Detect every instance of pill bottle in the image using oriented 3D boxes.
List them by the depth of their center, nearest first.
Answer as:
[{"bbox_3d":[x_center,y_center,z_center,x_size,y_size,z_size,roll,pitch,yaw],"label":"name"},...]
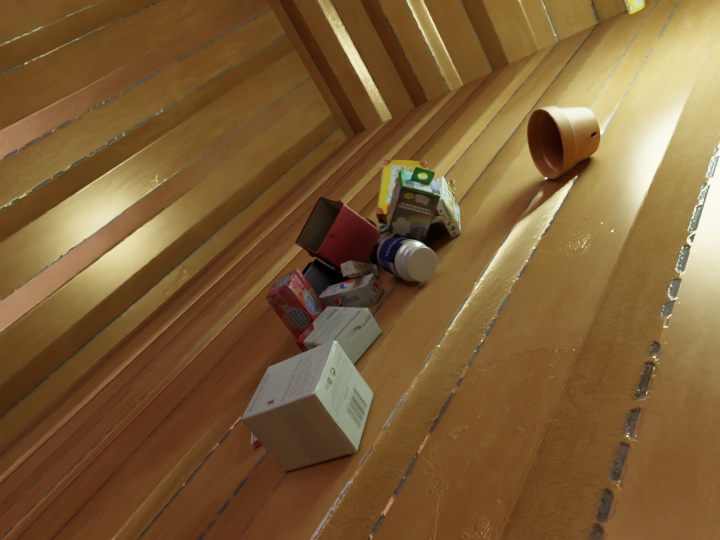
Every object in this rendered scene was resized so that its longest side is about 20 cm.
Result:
[{"bbox_3d":[0.135,-0.034,1.548,0.115,0.117,0.199,-38,21,-12],"label":"pill bottle"}]

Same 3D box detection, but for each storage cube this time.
[{"bbox_3d":[-0.071,-0.108,1.727,0.170,0.179,0.203,23,82,55],"label":"storage cube"}]

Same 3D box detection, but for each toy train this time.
[{"bbox_3d":[0.096,-0.108,1.829,0.197,0.086,0.115,-27,34,10],"label":"toy train"}]

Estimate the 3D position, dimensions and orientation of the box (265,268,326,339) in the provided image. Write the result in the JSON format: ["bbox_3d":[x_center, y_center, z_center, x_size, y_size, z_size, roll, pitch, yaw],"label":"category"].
[{"bbox_3d":[-0.175,0.113,1.573,0.094,0.202,0.100,-25,21,25],"label":"box"}]

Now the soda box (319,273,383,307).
[{"bbox_3d":[-0.028,0.073,1.629,0.198,0.069,0.064,-17,26,40],"label":"soda box"}]

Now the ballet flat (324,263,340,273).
[{"bbox_3d":[-0.113,0.019,1.868,0.201,0.066,0.070,-49,31,-16],"label":"ballet flat"}]

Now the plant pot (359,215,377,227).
[{"bbox_3d":[-0.035,-0.107,1.924,0.198,0.200,0.095,-21,56,31],"label":"plant pot"}]

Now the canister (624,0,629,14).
[{"bbox_3d":[1.285,-1.345,2.546,0.085,0.202,0.149,-18,25,35],"label":"canister"}]

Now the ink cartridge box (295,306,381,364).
[{"bbox_3d":[-0.060,0.176,1.428,0.146,0.084,0.198,-45,23,-28],"label":"ink cartridge box"}]

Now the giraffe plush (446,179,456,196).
[{"bbox_3d":[0.246,-0.261,1.872,0.160,0.177,0.198,-2,1,38],"label":"giraffe plush"}]

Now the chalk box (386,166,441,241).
[{"bbox_3d":[0.161,-0.214,1.589,0.125,0.122,0.203,-89,14,-58],"label":"chalk box"}]

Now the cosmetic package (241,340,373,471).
[{"bbox_3d":[-0.107,0.289,1.135,0.197,0.168,0.168,-24,22,26],"label":"cosmetic package"}]

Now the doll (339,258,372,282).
[{"bbox_3d":[-0.050,0.026,1.790,0.199,0.049,0.136,-37,20,-8],"label":"doll"}]

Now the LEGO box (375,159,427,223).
[{"bbox_3d":[0.140,-0.259,1.778,0.145,0.077,0.205,6,75,13],"label":"LEGO box"}]

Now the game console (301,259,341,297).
[{"bbox_3d":[-0.173,0.075,1.786,0.202,0.174,0.117,-55,-18,-13],"label":"game console"}]

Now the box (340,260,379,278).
[{"bbox_3d":[0.000,0.000,1.631,0.038,0.042,0.199,-18,-11,22],"label":"box"}]

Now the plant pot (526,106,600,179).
[{"bbox_3d":[0.590,-0.381,1.539,0.137,0.204,0.200,-17,19,-7],"label":"plant pot"}]

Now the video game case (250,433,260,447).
[{"bbox_3d":[-0.187,0.345,1.345,0.198,0.018,0.143,-34,20,4],"label":"video game case"}]

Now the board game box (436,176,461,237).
[{"bbox_3d":[0.275,-0.205,1.693,0.034,0.127,0.201,-24,23,20],"label":"board game box"}]

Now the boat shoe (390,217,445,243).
[{"bbox_3d":[0.184,-0.118,1.730,0.196,0.075,0.067,-13,23,23],"label":"boat shoe"}]
